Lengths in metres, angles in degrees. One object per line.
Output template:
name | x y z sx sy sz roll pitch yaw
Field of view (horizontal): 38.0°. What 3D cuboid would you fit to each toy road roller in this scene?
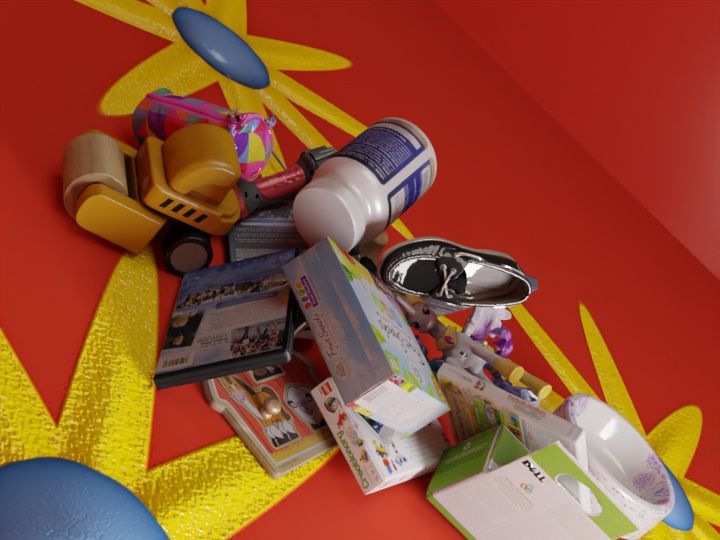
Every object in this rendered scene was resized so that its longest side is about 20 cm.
toy road roller | -0.222 -0.104 1.173 0.198 0.146 0.124 25 29 -34

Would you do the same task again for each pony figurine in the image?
pony figurine | 0.138 0.102 1.300 0.199 0.168 0.192 38 5 34

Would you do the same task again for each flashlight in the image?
flashlight | -0.115 -0.113 1.342 0.198 0.069 0.067 -24 19 -30

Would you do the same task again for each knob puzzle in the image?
knob puzzle | -0.100 0.117 1.144 0.218 0.031 0.221 34 26 -19

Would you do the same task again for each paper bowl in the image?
paper bowl | 0.325 0.277 1.436 0.199 0.105 0.202 34 27 -19

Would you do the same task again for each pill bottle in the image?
pill bottle | 0.006 -0.106 1.329 0.116 0.116 0.200 44 44 4

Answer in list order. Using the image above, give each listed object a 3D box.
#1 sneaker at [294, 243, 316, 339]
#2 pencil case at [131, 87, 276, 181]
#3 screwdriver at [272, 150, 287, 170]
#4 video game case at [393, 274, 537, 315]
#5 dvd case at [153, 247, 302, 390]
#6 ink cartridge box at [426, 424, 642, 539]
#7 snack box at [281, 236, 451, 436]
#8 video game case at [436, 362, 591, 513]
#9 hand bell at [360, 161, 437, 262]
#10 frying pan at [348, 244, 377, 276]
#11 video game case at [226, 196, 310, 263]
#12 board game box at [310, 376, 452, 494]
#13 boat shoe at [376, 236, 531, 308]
sneaker | -0.076 0.021 1.192 0.072 0.113 0.199 32 13 17
pencil case | -0.195 -0.173 1.297 0.197 0.090 0.088 17 8 35
screwdriver | -0.098 -0.138 1.547 0.028 0.029 0.202 -1 54 -56
video game case | 0.120 0.027 1.421 0.141 0.198 0.019 16 65 -43
dvd case | -0.133 0.046 1.099 0.201 0.140 0.018 -88 164 -59
ink cartridge box | 0.194 0.241 1.149 0.148 0.199 0.076 45 42 -13
snack box | 0.010 0.076 1.120 0.171 0.067 0.200 64 12 26
video game case | 0.180 0.202 1.210 0.180 0.023 0.202 24 -28 30
hand bell | 0.039 -0.081 1.463 0.103 0.200 0.105 32 27 -19
frying pan | 0.006 0.003 1.362 0.115 0.030 0.194 -165 -121 -68
video game case | -0.103 -0.055 1.347 0.140 0.019 0.202 1 37 -12
board game box | 0.032 0.177 1.199 0.199 0.034 0.128 4 53 -62
boat shoe | 0.116 0.010 1.259 0.196 0.075 0.060 9 21 -26
